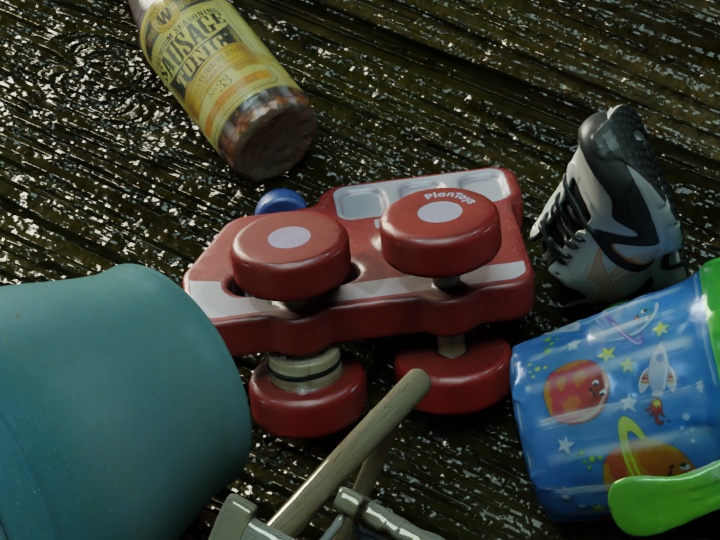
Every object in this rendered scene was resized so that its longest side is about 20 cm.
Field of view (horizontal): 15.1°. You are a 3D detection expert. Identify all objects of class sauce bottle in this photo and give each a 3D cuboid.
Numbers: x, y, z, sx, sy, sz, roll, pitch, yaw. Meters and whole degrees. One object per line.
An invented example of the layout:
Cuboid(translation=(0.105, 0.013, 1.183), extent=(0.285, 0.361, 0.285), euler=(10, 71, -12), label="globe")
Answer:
Cuboid(translation=(-0.100, -0.138, 1.659), extent=(0.066, 0.066, 0.200), euler=(-29, 54, -17), label="sauce bottle")

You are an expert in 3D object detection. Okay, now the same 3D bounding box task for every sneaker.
Cuboid(translation=(0.132, -0.025, 1.473), extent=(0.080, 0.200, 0.074), euler=(-18, 66, 3), label="sneaker")

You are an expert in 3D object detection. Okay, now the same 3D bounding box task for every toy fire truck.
Cuboid(translation=(0.000, 0.000, 1.528), extent=(0.199, 0.113, 0.168), euler=(-8, 28, -1), label="toy fire truck")

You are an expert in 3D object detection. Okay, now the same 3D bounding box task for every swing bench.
Cuboid(translation=(0.044, 0.172, 1.297), extent=(0.198, 0.130, 0.200), euler=(30, 30, 17), label="swing bench")

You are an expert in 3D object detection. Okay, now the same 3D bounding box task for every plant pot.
Cuboid(translation=(-0.165, 0.094, 1.415), extent=(0.188, 0.201, 0.200), euler=(-28, 53, -34), label="plant pot")

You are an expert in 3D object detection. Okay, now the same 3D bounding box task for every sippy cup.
Cuboid(translation=(0.150, 0.073, 1.436), extent=(0.130, 0.178, 0.140), euler=(-13, 80, 10), label="sippy cup")
